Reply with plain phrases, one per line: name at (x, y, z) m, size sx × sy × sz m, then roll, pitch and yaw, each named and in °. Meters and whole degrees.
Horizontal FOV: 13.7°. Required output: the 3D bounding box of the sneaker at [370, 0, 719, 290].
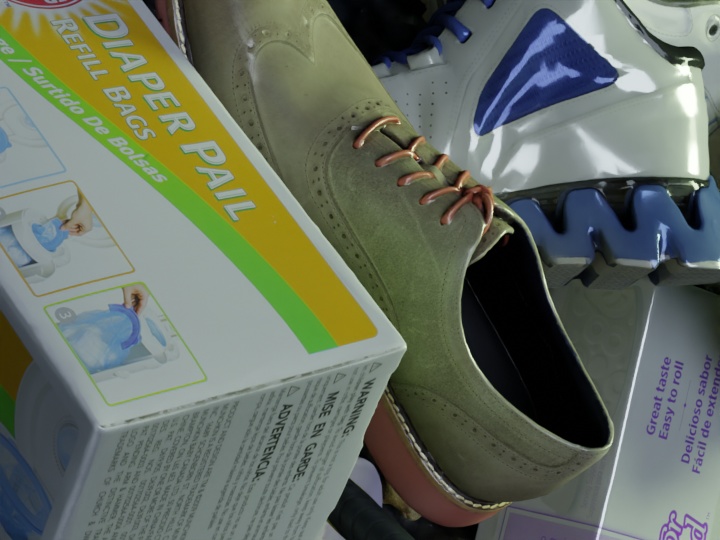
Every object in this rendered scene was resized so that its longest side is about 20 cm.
sneaker at (0.027, -0.055, 0.975) m, size 0.199 × 0.081 × 0.116 m, roll 3°, pitch 81°, yaw -9°

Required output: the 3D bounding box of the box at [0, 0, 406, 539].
box at (-0.094, -0.001, 0.851) m, size 0.101 × 0.200 × 0.113 m, roll -14°, pitch 142°, yaw -36°

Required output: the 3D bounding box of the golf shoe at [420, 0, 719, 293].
golf shoe at (0.113, -0.066, 1.068) m, size 0.097 × 0.078 × 0.200 m, roll -39°, pitch 127°, yaw 18°

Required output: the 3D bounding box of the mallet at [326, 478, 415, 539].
mallet at (-0.019, 0.060, 0.916) m, size 0.041 × 0.200 × 0.066 m, roll -43°, pitch 148°, yaw -8°

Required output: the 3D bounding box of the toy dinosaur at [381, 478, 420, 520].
toy dinosaur at (0.000, 0.000, 1.024) m, size 0.101 × 0.058 × 0.200 m, roll -46°, pitch 119°, yaw -23°

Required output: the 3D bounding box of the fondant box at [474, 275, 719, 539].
fondant box at (0.130, 0.089, 1.111) m, size 0.200 × 0.058 × 0.145 m, roll 19°, pitch 83°, yaw -45°

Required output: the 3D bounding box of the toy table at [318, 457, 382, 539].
toy table at (-0.001, 0.146, 0.954) m, size 0.200 × 0.117 × 0.184 m, roll -57°, pitch 156°, yaw -37°

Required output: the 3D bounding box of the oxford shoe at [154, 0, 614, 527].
oxford shoe at (0.012, -0.023, 0.879) m, size 0.070 × 0.075 × 0.200 m, roll -40°, pitch 102°, yaw -42°
